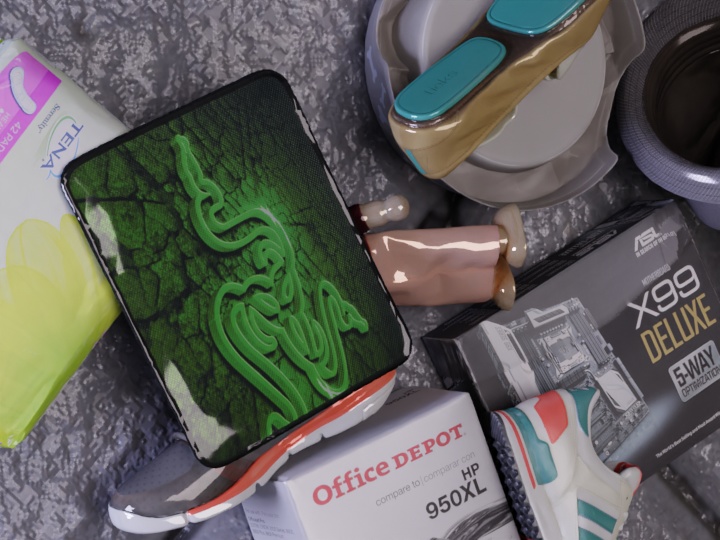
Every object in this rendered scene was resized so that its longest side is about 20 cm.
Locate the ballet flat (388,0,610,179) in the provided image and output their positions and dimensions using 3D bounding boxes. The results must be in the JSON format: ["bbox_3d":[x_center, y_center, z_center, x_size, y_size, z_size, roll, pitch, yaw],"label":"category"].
[{"bbox_3d":[0.095,-0.133,1.335,0.200,0.069,0.063,-40,134,-19],"label":"ballet flat"}]

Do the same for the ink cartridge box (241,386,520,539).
[{"bbox_3d":[0.025,0.192,1.336,0.144,0.084,0.201,-24,99,-26],"label":"ink cartridge box"}]

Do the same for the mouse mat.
[{"bbox_3d":[-0.070,-0.003,1.249,0.161,0.008,0.201,-29,97,-25],"label":"mouse mat"}]

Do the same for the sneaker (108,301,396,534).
[{"bbox_3d":[-0.076,0.083,1.282,0.200,0.077,0.082,-32,111,-20],"label":"sneaker"}]

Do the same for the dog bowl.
[{"bbox_3d":[0.092,-0.138,1.390,0.199,0.059,0.201,0,89,-28],"label":"dog bowl"}]

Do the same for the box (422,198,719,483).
[{"bbox_3d":[0.159,0.066,1.426,0.200,0.050,0.158,-30,103,-23],"label":"box"}]

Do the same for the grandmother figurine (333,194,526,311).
[{"bbox_3d":[0.000,0.000,1.331,0.199,0.061,0.122,-1,119,-17],"label":"grandmother figurine"}]

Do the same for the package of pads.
[{"bbox_3d":[-0.205,-0.014,1.231,0.154,0.068,0.200,41,73,-20],"label":"package of pads"}]

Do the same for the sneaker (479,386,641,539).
[{"bbox_3d":[0.149,0.169,1.351,0.093,0.070,0.201,-22,97,-17],"label":"sneaker"}]

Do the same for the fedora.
[{"bbox_3d":[0.267,-0.101,1.442,0.176,0.201,0.090,-12,136,10],"label":"fedora"}]
